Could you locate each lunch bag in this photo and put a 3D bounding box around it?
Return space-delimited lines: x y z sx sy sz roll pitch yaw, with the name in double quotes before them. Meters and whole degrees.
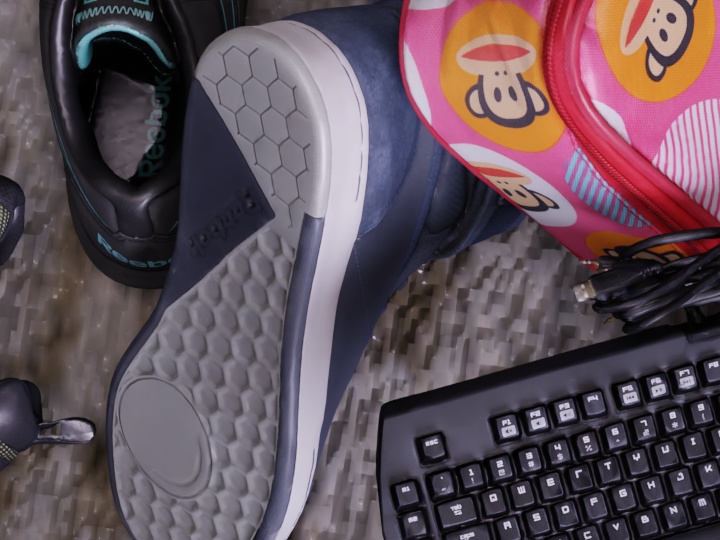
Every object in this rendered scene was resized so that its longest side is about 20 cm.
"lunch bag" 0.108 -0.093 0.846 0.082 0.176 0.201 4 65 43

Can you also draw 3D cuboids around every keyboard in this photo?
"keyboard" 0.099 0.034 0.762 0.199 0.040 0.105 -15 82 -8

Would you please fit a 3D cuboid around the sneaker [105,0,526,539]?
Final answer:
"sneaker" 0.001 0.000 0.883 0.077 0.146 0.203 36 128 24

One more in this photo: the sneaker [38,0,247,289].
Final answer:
"sneaker" -0.064 -0.098 0.898 0.075 0.079 0.201 -5 81 5

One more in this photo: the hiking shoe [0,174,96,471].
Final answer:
"hiking shoe" -0.159 -0.019 0.905 0.100 0.076 0.201 -24 91 -8
